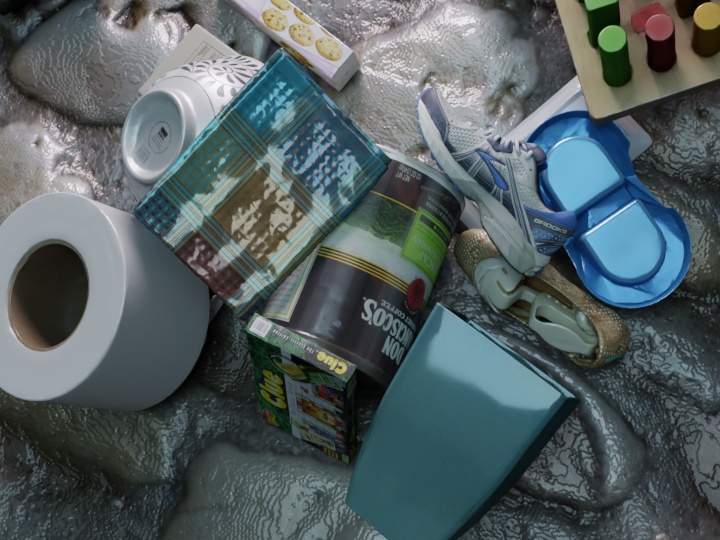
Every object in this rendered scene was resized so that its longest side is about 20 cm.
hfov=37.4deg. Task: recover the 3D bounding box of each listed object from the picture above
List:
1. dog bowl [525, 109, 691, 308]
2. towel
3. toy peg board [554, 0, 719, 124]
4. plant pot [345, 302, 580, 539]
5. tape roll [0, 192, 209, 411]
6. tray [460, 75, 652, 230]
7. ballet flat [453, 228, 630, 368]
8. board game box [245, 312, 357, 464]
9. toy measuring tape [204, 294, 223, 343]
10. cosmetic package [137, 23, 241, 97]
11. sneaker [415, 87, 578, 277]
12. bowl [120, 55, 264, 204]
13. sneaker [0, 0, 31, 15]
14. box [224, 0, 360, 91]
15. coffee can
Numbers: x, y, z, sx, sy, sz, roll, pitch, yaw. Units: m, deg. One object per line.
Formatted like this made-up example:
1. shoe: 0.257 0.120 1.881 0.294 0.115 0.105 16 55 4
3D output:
1. dog bowl: 0.232 -0.056 1.026 0.111 0.050 0.201 -33 81 3
2. towel: -0.086 -0.076 0.949 0.147 0.022 0.200 44 88 -6
3. toy peg board: 0.277 -0.269 0.969 0.197 0.098 0.203 -17 74 13
4. plant pot: 0.083 0.158 0.985 0.141 0.141 0.201 36 94 18
5. tape roll: -0.270 0.036 1.073 0.200 0.139 0.206 -6 77 27
6. tray: 0.186 -0.106 1.078 0.199 0.022 0.108 -40 73 2
7. ballet flat: 0.166 0.026 1.023 0.199 0.065 0.071 31 125 19
8. board game box: -0.051 0.115 0.992 0.104 0.201 0.024 28 63 16
9. toy measuring tape: -0.095 0.007 1.097 0.073 0.074 0.201 35 89 18
10. cosmetic package: -0.132 -0.162 1.114 0.105 0.071 0.200 -48 56 -2
11. sneaker: 0.130 -0.097 0.992 0.085 0.077 0.201 -38 84 17
12. bowl: -0.165 -0.119 1.013 0.199 0.094 0.204 -7 78 36
13. sneaker: -0.394 -0.338 1.252 0.198 0.060 0.105 28 84 23
14. box: -0.085 -0.273 1.171 0.200 0.039 0.042 42 88 18
15. coffee can: 0.000 0.000 1.021 0.145 0.147 0.202 18 75 16
